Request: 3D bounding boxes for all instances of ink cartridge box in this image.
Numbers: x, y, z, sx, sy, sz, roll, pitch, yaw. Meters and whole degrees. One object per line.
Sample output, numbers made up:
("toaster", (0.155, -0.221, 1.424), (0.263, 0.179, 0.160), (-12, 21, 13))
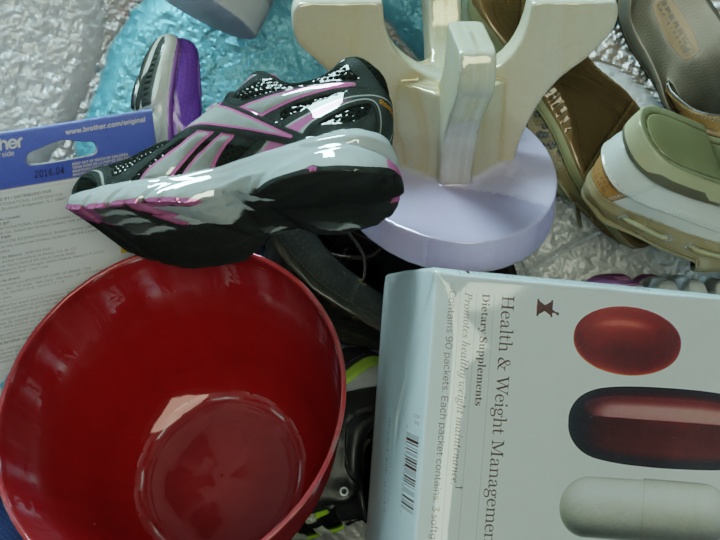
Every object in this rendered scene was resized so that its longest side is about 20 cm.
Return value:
("ink cartridge box", (-0.174, 0.005, 0.801), (0.118, 0.042, 0.202), (-13, 118, -26))

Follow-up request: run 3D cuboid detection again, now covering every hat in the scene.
("hat", (0.000, 0.000, 0.837), (0.200, 0.201, 0.081), (36, 121, -2))

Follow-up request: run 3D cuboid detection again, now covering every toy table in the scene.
("toy table", (0.053, -0.099, 0.777), (0.182, 0.200, 0.118), (-7, 120, -14))

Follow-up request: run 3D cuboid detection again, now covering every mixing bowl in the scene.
("mixing bowl", (-0.094, 0.097, 0.769), (0.198, 0.109, 0.202), (-6, 60, 10))

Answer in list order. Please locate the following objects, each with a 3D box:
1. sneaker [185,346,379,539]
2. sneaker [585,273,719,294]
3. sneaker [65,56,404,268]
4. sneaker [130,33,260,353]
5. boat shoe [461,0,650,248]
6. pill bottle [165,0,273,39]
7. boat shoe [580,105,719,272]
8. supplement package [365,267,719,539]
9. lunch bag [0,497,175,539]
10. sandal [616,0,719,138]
("sneaker", (-0.033, 0.136, 0.833), (0.083, 0.072, 0.200), (37, 85, 27))
("sneaker", (0.239, 0.048, 0.874), (0.198, 0.080, 0.090), (0, 94, 0))
("sneaker", (-0.063, -0.060, 0.729), (0.198, 0.080, 0.087), (-7, 61, 24))
("sneaker", (-0.098, -0.050, 0.861), (0.083, 0.081, 0.202), (-12, 98, -19))
("boat shoe", (0.130, -0.100, 0.883), (0.073, 0.063, 0.201), (-34, 93, -32))
("pill bottle", (-0.057, -0.253, 0.845), (0.111, 0.112, 0.201), (27, 86, -3))
("boat shoe", (0.226, -0.037, 0.851), (0.199, 0.068, 0.075), (24, 44, -25))
("supplement package", (0.112, 0.103, 0.689), (0.198, 0.147, 0.194), (5, 89, -8))
("lunch bag", (-0.186, 0.240, 0.763), (0.134, 0.200, 0.133), (14, 118, -1))
("sandal", (0.242, -0.117, 0.887), (0.081, 0.055, 0.201), (-33, 95, -5))
